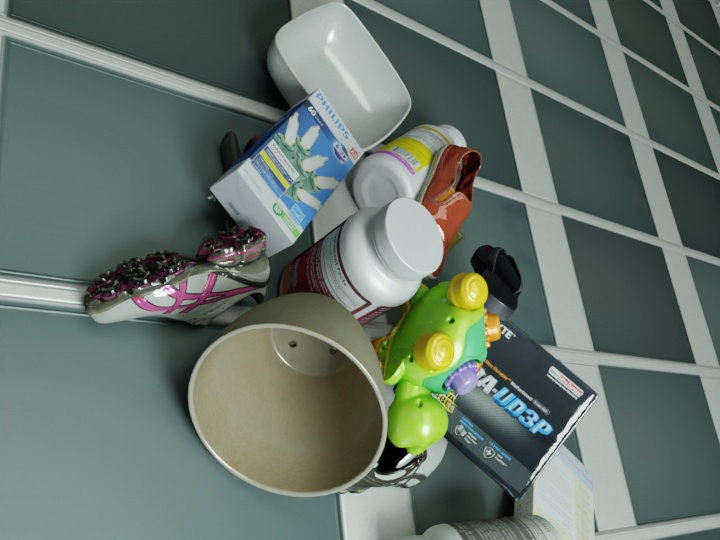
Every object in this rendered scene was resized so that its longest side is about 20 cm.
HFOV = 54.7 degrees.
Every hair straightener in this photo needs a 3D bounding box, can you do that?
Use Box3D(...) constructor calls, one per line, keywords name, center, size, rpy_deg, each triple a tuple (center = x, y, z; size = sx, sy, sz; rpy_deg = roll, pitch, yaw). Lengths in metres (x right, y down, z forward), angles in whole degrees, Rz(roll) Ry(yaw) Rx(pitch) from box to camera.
Box3D(name="hair straightener", center=(-0.150, -0.072, 0.822), size=(0.075, 0.041, 0.206), rpy_deg=(8, 69, -38))

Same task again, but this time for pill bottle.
Box3D(name="pill bottle", center=(0.080, -0.146, 1.009), size=(0.106, 0.103, 0.199), rpy_deg=(56, 45, -3))
Box3D(name="pill bottle", center=(0.130, 0.343, 0.785), size=(0.194, 0.113, 0.116), rpy_deg=(4, 65, -25))
Box3D(name="pill bottle", center=(0.000, 0.000, 0.797), size=(0.111, 0.198, 0.116), rpy_deg=(19, 57, -33))

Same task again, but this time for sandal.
Box3D(name="sandal", center=(0.179, 0.008, 0.877), size=(0.075, 0.043, 0.201), rpy_deg=(35, 20, -3))

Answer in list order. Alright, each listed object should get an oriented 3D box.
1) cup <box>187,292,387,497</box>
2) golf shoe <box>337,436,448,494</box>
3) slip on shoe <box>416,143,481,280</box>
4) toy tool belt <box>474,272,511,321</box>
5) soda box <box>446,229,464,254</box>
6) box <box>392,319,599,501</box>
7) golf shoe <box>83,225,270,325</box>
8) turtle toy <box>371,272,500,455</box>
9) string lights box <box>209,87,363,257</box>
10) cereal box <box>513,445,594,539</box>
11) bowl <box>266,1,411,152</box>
Box3D(name="cup", center=(-0.062, 0.104, 0.720), size=(0.200, 0.199, 0.144), rpy_deg=(44, 26, -15))
Box3D(name="golf shoe", center=(0.051, 0.214, 0.813), size=(0.196, 0.094, 0.080), rpy_deg=(-4, 70, -44))
Box3D(name="slip on shoe", center=(0.114, -0.082, 0.920), size=(0.074, 0.060, 0.204), rpy_deg=(44, 56, -43))
Box3D(name="toy tool belt", center=(0.156, 0.116, 0.937), size=(0.204, 0.121, 0.124), rpy_deg=(66, 19, 13))
Box3D(name="soda box", center=(0.063, -0.018, 0.955), size=(0.065, 0.067, 0.199), rpy_deg=(54, 45, -5))
Box3D(name="box", center=(0.160, 0.146, 0.844), size=(0.199, 0.160, 0.046), rpy_deg=(39, 4, 9))
Box3D(name="golf shoe", center=(-0.179, 0.024, 0.715), size=(0.196, 0.072, 0.095), rpy_deg=(-18, 118, -28))
Box3D(name="turtle toy", center=(0.080, 0.097, 0.759), size=(0.101, 0.145, 0.203), rpy_deg=(39, 68, -17))
Box3D(name="string lights box", center=(-0.082, -0.121, 0.835), size=(0.104, 0.058, 0.201), rpy_deg=(51, 44, -19))
Box3D(name="cereal box", center=(0.271, 0.329, 0.966), size=(0.144, 0.039, 0.202), rpy_deg=(44, 36, -17))
Box3D(name="bowl", center=(-0.035, -0.260, 0.985), size=(0.201, 0.074, 0.200), rpy_deg=(51, 46, -8))
